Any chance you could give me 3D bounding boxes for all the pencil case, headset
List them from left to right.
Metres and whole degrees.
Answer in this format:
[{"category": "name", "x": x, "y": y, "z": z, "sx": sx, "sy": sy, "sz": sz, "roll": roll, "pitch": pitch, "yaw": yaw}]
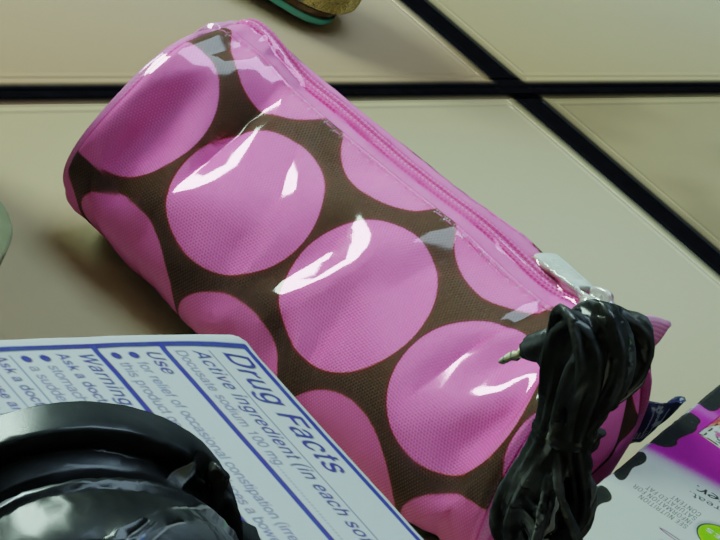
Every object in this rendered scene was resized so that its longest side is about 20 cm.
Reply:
[{"category": "headset", "x": -0.027, "y": 0.065, "z": 0.520, "sx": 0.199, "sy": 0.094, "sz": 0.123, "roll": -19, "pitch": 50, "yaw": -41}, {"category": "pencil case", "x": 0.000, "y": 0.000, "z": 0.915, "sx": 0.200, "sy": 0.094, "sz": 0.091, "roll": 38, "pitch": 27, "yaw": 24}]

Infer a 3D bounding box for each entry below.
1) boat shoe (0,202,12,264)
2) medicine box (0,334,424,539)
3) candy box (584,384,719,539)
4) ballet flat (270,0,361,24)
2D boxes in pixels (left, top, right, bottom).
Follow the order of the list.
[{"category": "boat shoe", "x": -0.149, "y": 0.030, "z": 0.738, "sx": 0.075, "sy": 0.069, "sz": 0.200, "roll": 38, "pitch": 25, "yaw": 4}, {"category": "medicine box", "x": -0.064, "y": 0.108, "z": 0.632, "sx": 0.199, "sy": 0.103, "sz": 0.182, "roll": 0, "pitch": 36, "yaw": -45}, {"category": "candy box", "x": 0.117, "y": 0.114, "z": 0.850, "sx": 0.136, "sy": 0.061, "sz": 0.200, "roll": 35, "pitch": 25, "yaw": 15}, {"category": "ballet flat", "x": -0.080, "y": -0.170, "z": 1.194, "sx": 0.199, "sy": 0.071, "sz": 0.071, "roll": 27, "pitch": 25, "yaw": 0}]
